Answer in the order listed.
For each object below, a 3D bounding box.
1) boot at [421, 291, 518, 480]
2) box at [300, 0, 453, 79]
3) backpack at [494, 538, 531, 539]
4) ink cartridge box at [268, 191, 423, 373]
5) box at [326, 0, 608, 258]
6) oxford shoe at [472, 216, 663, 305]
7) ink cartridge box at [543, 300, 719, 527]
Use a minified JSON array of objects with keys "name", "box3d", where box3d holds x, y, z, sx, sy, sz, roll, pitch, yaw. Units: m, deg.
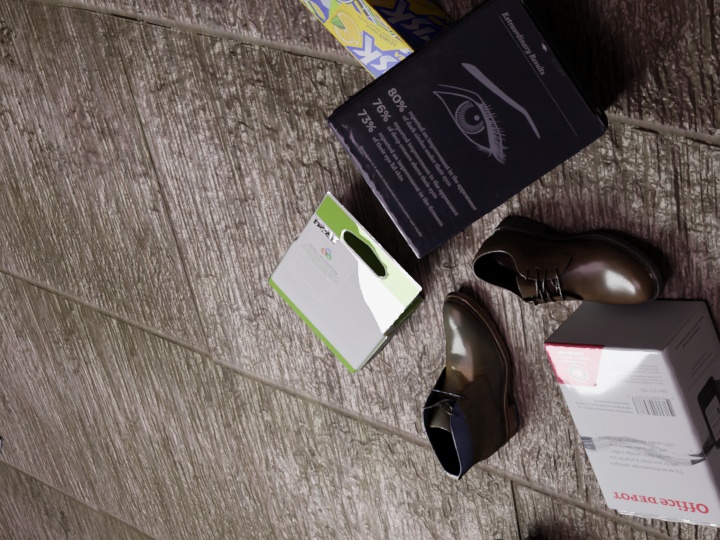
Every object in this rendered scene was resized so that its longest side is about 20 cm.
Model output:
[{"name":"boot","box3d":[0.110,0.127,1.570,0.074,0.097,0.202,9,128,43]},{"name":"box","box3d":[0.031,-0.224,1.366,0.200,0.064,0.070,46,145,5]},{"name":"backpack","box3d":[0.186,0.432,1.710,0.183,0.146,0.202,44,143,33]},{"name":"ink cartridge box","box3d":[0.000,0.000,1.596,0.148,0.076,0.200,46,144,6]},{"name":"box","box3d":[0.093,-0.132,1.264,0.199,0.104,0.149,-33,98,14]},{"name":"oxford shoe","box3d":[0.191,0.008,1.385,0.198,0.084,0.073,9,127,41]},{"name":"ink cartridge box","box3d":[0.281,0.134,1.399,0.144,0.083,0.202,0,123,47]}]
